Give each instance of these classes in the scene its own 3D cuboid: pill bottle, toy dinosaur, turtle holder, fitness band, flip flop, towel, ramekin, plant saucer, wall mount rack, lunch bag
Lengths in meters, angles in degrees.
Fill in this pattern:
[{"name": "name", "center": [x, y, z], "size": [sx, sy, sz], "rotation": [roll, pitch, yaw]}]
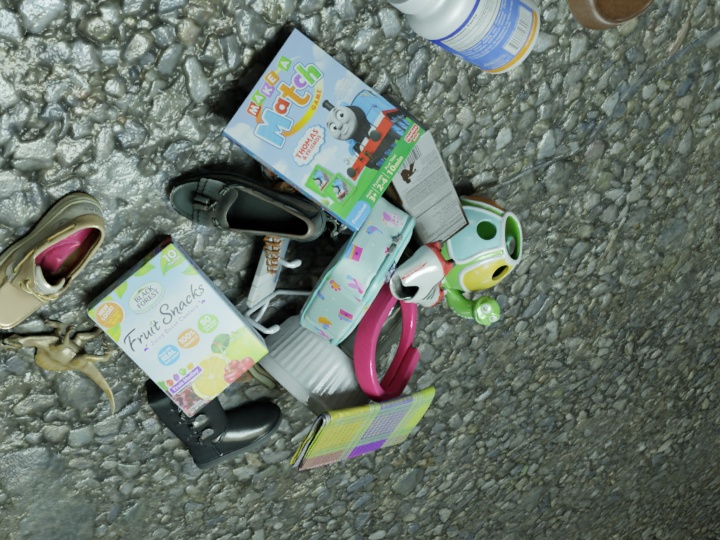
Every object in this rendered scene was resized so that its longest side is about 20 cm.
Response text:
[{"name": "pill bottle", "center": [0.124, -0.330, 1.021], "size": [0.199, 0.112, 0.113], "rotation": [15, 116, -41]}, {"name": "toy dinosaur", "center": [-0.377, 0.111, 1.089], "size": [0.101, 0.058, 0.200], "rotation": [-35, 132, 16]}, {"name": "toy dinosaur", "center": [-0.075, -0.095, 1.069], "size": [0.135, 0.102, 0.201], "rotation": [23, 108, -12]}, {"name": "turtle holder", "center": [0.169, -0.026, 1.242], "size": [0.141, 0.131, 0.187], "rotation": [51, 45, -38]}, {"name": "fitness band", "center": [0.044, 0.105, 1.207], "size": [0.200, 0.037, 0.145], "rotation": [-58, 142, -47]}, {"name": "flip flop", "center": [-0.192, 0.139, 1.214], "size": [0.058, 0.081, 0.200], "rotation": [-49, 144, -8]}, {"name": "towel", "center": [0.005, 0.224, 1.166], "size": [0.199, 0.023, 0.144], "rotation": [-8, 142, -33]}, {"name": "ramekin", "center": [-0.063, 0.153, 1.240], "size": [0.094, 0.202, 0.202], "rotation": [-48, 138, -6]}, {"name": "plant saucer", "center": [0.384, -0.437, 1.175], "size": [0.199, 0.035, 0.202], "rotation": [-19, 133, -21]}, {"name": "wall mount rack", "center": [-0.092, 0.002, 1.181], "size": [0.174, 0.074, 0.201], "rotation": [-38, 153, -57]}, {"name": "lunch bag", "center": [0.000, 0.000, 1.122], "size": [0.161, 0.077, 0.200], "rotation": [-55, 179, -38]}]

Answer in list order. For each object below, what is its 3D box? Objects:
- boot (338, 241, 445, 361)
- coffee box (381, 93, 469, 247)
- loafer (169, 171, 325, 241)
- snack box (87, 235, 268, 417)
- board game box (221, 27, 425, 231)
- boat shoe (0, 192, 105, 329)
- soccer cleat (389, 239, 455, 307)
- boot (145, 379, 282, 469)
[{"name": "boot", "center": [0.041, 0.057, 1.330], "size": [0.199, 0.073, 0.182], "rotation": [-36, 136, 6]}, {"name": "coffee box", "center": [0.068, -0.132, 1.147], "size": [0.080, 0.113, 0.200], "rotation": [-37, 139, -4]}, {"name": "loafer", "center": [-0.142, -0.077, 1.004], "size": [0.198, 0.063, 0.073], "rotation": [11, 103, 4]}, {"name": "snack box", "center": [-0.239, 0.076, 1.089], "size": [0.142, 0.053, 0.200], "rotation": [-39, 111, -2]}, {"name": "board game box", "center": [-0.044, -0.167, 0.991], "size": [0.199, 0.037, 0.152], "rotation": [35, 85, -11]}, {"name": "boat shoe", "center": [-0.376, -0.001, 0.970], "size": [0.200, 0.069, 0.074], "rotation": [-49, 137, 9]}, {"name": "soccer cleat", "center": [0.078, 0.016, 1.151], "size": [0.085, 0.069, 0.200], "rotation": [-29, 168, -10]}, {"name": "boot", "center": [-0.221, 0.208, 1.269], "size": [0.164, 0.066, 0.201], "rotation": [-31, 133, -12]}]
